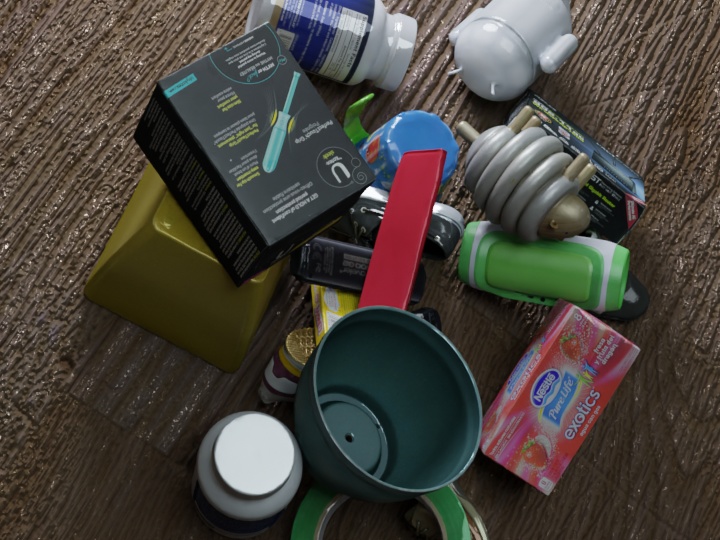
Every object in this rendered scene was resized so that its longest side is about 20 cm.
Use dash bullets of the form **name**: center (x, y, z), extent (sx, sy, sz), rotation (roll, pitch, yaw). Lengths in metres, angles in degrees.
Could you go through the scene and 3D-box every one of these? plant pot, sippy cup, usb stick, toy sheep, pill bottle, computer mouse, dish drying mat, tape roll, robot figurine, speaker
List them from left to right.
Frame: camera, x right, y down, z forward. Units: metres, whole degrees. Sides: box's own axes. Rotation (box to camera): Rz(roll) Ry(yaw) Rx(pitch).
- **plant pot**: center (-0.166, -0.038, 1.648), extent (0.198, 0.176, 0.202), rotation (28, 63, -8)
- **pill bottle**: center (-0.118, 0.210, 1.547), extent (0.109, 0.200, 0.113), rotation (3, 72, -8)
- **pill bottle**: center (-0.036, -0.297, 1.834), extent (0.197, 0.116, 0.117), rotation (17, 64, -15)
- **usb stick**: center (0.000, 0.000, 1.704), extent (0.198, 0.032, 0.056), rotation (12, 80, -42)
- **plant pot**: center (0.009, 0.157, 1.551), extent (0.198, 0.134, 0.203), rotation (16, 56, -25)
- **tape roll**: center (0.023, 0.304, 1.618), extent (0.197, 0.048, 0.203), rotation (-1, 73, 3)
- **dish drying mat**: center (0.048, -0.039, 1.668), extent (0.018, 0.076, 0.203), rotation (25, 74, -41)
- **sippy cup**: center (0.054, -0.124, 1.792), extent (0.176, 0.130, 0.141), rotation (23, 64, -12)
- **computer mouse**: center (0.054, 0.077, 1.707), extent (0.034, 0.200, 0.060), rotation (-5, 92, 18)
- **robot figurine**: center (0.197, -0.298, 1.924), extent (0.168, 0.114, 0.200), rotation (19, 51, 36)
- **toy sheep**: center (0.191, -0.112, 1.748), extent (0.137, 0.139, 0.200), rotation (-34, 65, -28)
- **speaker**: center (0.222, -0.005, 1.794), extent (0.197, 0.089, 0.089), rotation (10, 63, 15)

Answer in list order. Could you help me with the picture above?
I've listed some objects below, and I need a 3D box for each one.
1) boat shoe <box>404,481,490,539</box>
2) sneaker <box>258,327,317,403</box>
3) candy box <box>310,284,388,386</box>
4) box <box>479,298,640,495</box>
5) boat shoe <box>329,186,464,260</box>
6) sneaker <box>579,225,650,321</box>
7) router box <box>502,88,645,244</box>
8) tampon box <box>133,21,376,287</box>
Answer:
- **boat shoe**: center (0.084, 0.273, 1.686), extent (0.073, 0.076, 0.202), rotation (-22, 72, -19)
- **sneaker**: center (-0.032, 0.114, 1.706), extent (0.198, 0.090, 0.075), rotation (6, 43, -44)
- **candy box**: center (-0.009, 0.050, 1.699), extent (0.101, 0.026, 0.201), rotation (27, 33, -25)
- **box**: center (0.224, 0.144, 1.723), extent (0.094, 0.103, 0.201), rotation (32, 92, -6)
- **boat shoe**: center (0.023, -0.055, 1.745), extent (0.197, 0.069, 0.057), rotation (9, 50, 19)
- **sneaker**: center (0.288, -0.009, 1.859), extent (0.199, 0.088, 0.075), rotation (34, 68, -6)
- **router box**: center (0.267, -0.134, 1.872), extent (0.199, 0.062, 0.150), rotation (38, 20, -4)
- **tampon box**: center (-0.111, -0.117, 1.528), extent (0.149, 0.126, 0.201), rotation (-32, 84, -28)
